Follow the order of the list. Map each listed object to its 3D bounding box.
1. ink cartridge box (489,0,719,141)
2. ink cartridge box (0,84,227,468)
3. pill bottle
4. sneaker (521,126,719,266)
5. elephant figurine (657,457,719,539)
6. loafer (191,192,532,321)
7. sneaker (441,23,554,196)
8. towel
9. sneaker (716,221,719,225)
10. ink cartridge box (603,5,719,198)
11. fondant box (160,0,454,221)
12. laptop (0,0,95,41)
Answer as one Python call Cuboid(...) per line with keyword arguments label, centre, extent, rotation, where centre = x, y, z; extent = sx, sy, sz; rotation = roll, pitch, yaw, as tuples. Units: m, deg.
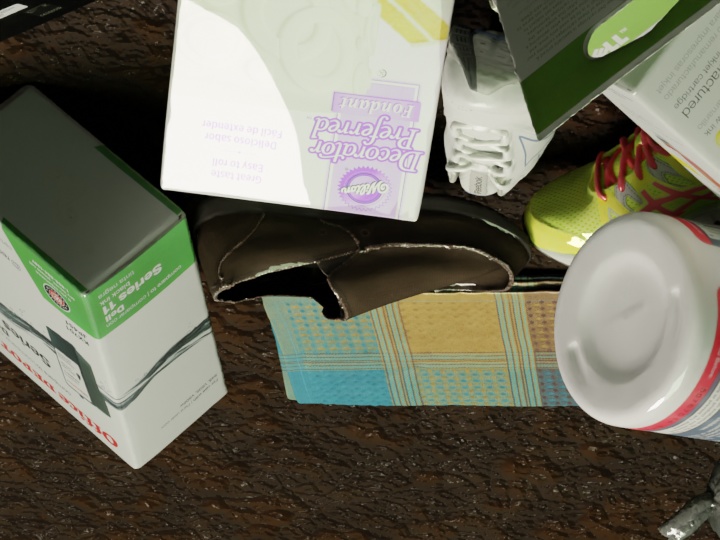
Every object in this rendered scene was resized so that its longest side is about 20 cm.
Cuboid(label="ink cartridge box", centre=(0.139, -0.149, 1.390), extent=(0.148, 0.200, 0.076), rotation=(-37, 129, 23))
Cuboid(label="ink cartridge box", centre=(-0.166, 0.008, 1.747), extent=(0.147, 0.083, 0.200), rotation=(38, 157, 28))
Cuboid(label="pill bottle", centre=(0.219, 0.039, 1.634), extent=(0.200, 0.120, 0.120), rotation=(10, 150, -37))
Cuboid(label="sneaker", centre=(0.178, -0.065, 1.660), extent=(0.200, 0.078, 0.090), rotation=(-18, 132, 22))
Cuboid(label="elephant figurine", centre=(0.319, 0.163, 1.929), extent=(0.155, 0.142, 0.200), rotation=(23, 172, 28))
Cuboid(label="loafer", centre=(0.000, 0.000, 1.695), extent=(0.200, 0.071, 0.073), rotation=(2, 154, 1))
Cuboid(label="sneaker", centre=(0.078, -0.081, 1.557), extent=(0.074, 0.087, 0.200), rotation=(20, -178, 10))
Cuboid(label="towel", centre=(0.043, 0.045, 1.884), extent=(0.200, 0.022, 0.147), rotation=(0, 146, 7))
Cuboid(label="sneaker", centre=(0.213, 0.003, 1.744), extent=(0.200, 0.075, 0.076), rotation=(-21, 137, 37))
Cuboid(label="ink cartridge box", centre=(0.220, -0.110, 1.507), extent=(0.200, 0.083, 0.145), rotation=(37, 91, -38))
Cuboid(label="fondant box", centre=(-0.025, -0.130, 1.547), extent=(0.144, 0.058, 0.200), rotation=(7, 126, -2))
Cuboid(label="laptop", centre=(-0.244, -0.196, 1.586), extent=(0.177, 0.103, 0.200), rotation=(-18, 164, 33))
